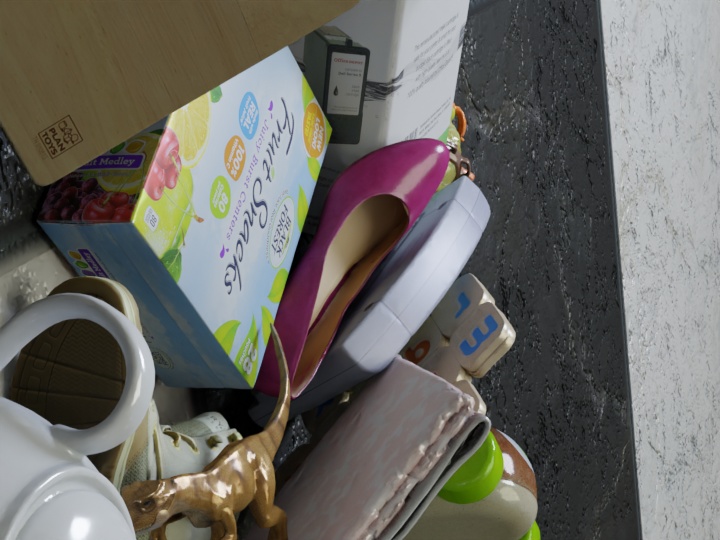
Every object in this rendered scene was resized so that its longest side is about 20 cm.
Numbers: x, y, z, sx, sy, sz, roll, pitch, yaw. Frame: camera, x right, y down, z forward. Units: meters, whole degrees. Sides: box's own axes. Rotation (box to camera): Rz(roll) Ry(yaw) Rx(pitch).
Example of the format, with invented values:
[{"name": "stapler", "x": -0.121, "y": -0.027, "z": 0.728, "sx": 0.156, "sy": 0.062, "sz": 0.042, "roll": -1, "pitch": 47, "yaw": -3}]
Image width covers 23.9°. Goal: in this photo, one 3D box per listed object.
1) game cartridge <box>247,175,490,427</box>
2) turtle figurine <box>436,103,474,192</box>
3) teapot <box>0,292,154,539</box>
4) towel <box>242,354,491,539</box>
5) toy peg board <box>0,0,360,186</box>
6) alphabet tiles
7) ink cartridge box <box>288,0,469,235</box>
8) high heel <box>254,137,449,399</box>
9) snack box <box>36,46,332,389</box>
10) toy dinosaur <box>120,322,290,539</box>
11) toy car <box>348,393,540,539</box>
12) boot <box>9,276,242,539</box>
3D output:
[{"name": "game cartridge", "x": 0.012, "y": 0.019, "z": 1.144, "sx": 0.040, "sy": 0.133, "sz": 0.200, "roll": 45, "pitch": 46, "yaw": -8}, {"name": "turtle figurine", "x": 0.056, "y": -0.075, "z": 1.342, "sx": 0.200, "sy": 0.064, "sz": 0.162, "roll": 53, "pitch": 43, "yaw": -54}, {"name": "teapot", "x": -0.161, "y": 0.140, "z": 0.747, "sx": 0.197, "sy": 0.145, "sz": 0.201, "roll": -51, "pitch": 135, "yaw": -55}, {"name": "towel", "x": -0.014, "y": 0.141, "z": 0.992, "sx": 0.200, "sy": 0.032, "sz": 0.191, "roll": -50, "pitch": -169, "yaw": -5}, {"name": "toy peg board", "x": -0.129, "y": -0.184, "z": 0.839, "sx": 0.199, "sy": 0.098, "sz": 0.200, "roll": -32, "pitch": 132, "yaw": -10}, {"name": "alphabet tiles", "x": 0.018, "y": 0.092, "z": 1.108, "sx": 0.015, "sy": 0.200, "sz": 0.196, "roll": 41, "pitch": 8, "yaw": -23}, {"name": "ink cartridge box", "x": 0.009, "y": -0.137, "z": 1.150, "sx": 0.146, "sy": 0.084, "sz": 0.201, "roll": -46, "pitch": 148, "yaw": -58}, {"name": "high heel", "x": 0.000, "y": 0.000, "z": 1.060, "sx": 0.200, "sy": 0.096, "sz": 0.067, "roll": -44, "pitch": 134, "yaw": -8}, {"name": "snack box", "x": -0.094, "y": -0.058, "z": 0.994, "sx": 0.169, "sy": 0.067, "sz": 0.201, "roll": 61, "pitch": 38, "yaw": -48}, {"name": "toy dinosaur", "x": -0.062, "y": 0.111, "z": 0.914, "sx": 0.200, "sy": 0.060, "sz": 0.107, "roll": -38, "pitch": 129, "yaw": -63}, {"name": "toy car", "x": 0.048, "y": 0.106, "z": 1.246, "sx": 0.164, "sy": 0.157, "sz": 0.201, "roll": 61, "pitch": 25, "yaw": -55}, {"name": "boot", "x": -0.120, "y": 0.092, "z": 0.934, "sx": 0.155, "sy": 0.072, "sz": 0.201, "roll": -22, "pitch": 115, "yaw": -64}]
